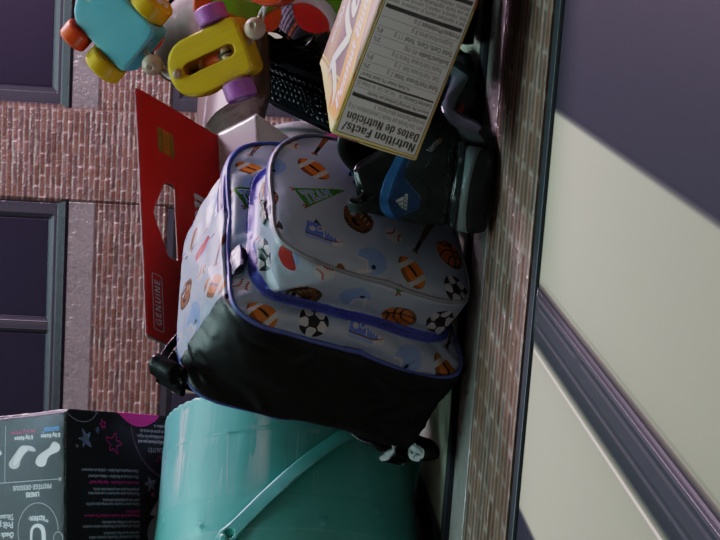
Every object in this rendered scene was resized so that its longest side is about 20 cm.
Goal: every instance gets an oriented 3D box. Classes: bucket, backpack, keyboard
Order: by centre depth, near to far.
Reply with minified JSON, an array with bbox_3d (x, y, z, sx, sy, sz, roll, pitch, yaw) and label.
[{"bbox_3d":[-0.027,0.001,1.096,0.155,0.199,0.191,-55,29,26],"label":"backpack"},{"bbox_3d":[-0.051,0.171,1.205,0.207,0.205,0.136,106,164,-68],"label":"bucket"},{"bbox_3d":[-0.058,-0.149,1.404,0.200,0.040,0.105,28,148,55],"label":"keyboard"}]

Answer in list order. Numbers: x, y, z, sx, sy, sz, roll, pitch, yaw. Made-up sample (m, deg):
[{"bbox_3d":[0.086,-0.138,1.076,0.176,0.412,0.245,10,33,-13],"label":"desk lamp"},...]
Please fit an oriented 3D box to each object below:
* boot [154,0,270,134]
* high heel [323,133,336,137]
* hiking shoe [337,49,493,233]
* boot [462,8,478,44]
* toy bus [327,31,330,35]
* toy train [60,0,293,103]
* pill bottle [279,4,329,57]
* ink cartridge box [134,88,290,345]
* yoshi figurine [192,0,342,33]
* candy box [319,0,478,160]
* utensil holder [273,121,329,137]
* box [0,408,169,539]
[{"bbox_3d":[-0.122,-0.146,1.387,0.187,0.064,0.201,-51,35,47],"label":"boot"},{"bbox_3d":[0.000,0.000,1.265,0.067,0.095,0.202,-108,21,-74],"label":"high heel"},{"bbox_3d":[0.029,-0.090,1.057,0.200,0.086,0.075,-100,14,-65],"label":"hiking shoe"},{"bbox_3d":[0.045,-0.221,1.111,0.200,0.077,0.140,-145,63,-71],"label":"boot"},{"bbox_3d":[-0.012,-0.239,1.357,0.201,0.078,0.065,58,160,23],"label":"toy bus"},{"bbox_3d":[-0.115,-0.196,1.210,0.056,0.198,0.152,-15,-70,-68],"label":"toy train"},{"bbox_3d":[-0.023,-0.229,1.450,0.106,0.105,0.201,103,150,-62],"label":"pill bottle"},{"bbox_3d":[-0.080,-0.018,1.204,0.176,0.044,0.202,32,-137,-48],"label":"ink cartridge box"},{"bbox_3d":[-0.040,-0.236,1.258,0.113,0.198,0.113,-91,6,-45],"label":"yoshi figurine"},{"bbox_3d":[0.036,-0.176,0.943,0.116,0.055,0.201,-99,27,-64],"label":"candy box"},{"bbox_3d":[-0.047,-0.032,1.433,0.200,0.168,0.172,-102,15,-78],"label":"utensil holder"},{"bbox_3d":[-0.196,0.169,1.278,0.199,0.131,0.116,13,-108,-55],"label":"box"}]
